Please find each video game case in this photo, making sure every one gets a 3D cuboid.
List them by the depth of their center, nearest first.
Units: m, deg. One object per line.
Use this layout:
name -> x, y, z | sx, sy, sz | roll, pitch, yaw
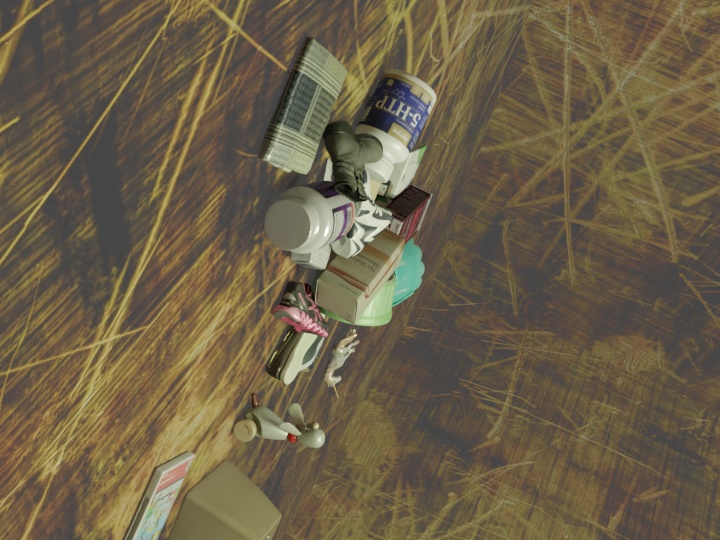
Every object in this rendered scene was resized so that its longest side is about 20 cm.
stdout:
video game case -> -0.370, 0.432, 1.457 | 0.201, 0.017, 0.143 | -65, 170, 5

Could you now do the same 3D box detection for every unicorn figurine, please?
unicorn figurine -> -0.063, 0.269, 2.488 | 0.137, 0.073, 0.201 | -44, 145, -37

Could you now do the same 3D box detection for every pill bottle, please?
pill bottle -> -0.088, -0.090, 1.372 | 0.112, 0.111, 0.200 | -67, 169, 16
pill bottle -> 0.058, -0.284, 1.611 | 0.201, 0.119, 0.120 | -64, 170, -6

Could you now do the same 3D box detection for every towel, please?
towel -> -0.089, -0.246, 1.245 | 0.194, 0.034, 0.200 | -68, 167, 5

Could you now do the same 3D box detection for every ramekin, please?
ramekin -> -0.015, 0.039, 1.825 | 0.200, 0.198, 0.099 | -37, 144, -68

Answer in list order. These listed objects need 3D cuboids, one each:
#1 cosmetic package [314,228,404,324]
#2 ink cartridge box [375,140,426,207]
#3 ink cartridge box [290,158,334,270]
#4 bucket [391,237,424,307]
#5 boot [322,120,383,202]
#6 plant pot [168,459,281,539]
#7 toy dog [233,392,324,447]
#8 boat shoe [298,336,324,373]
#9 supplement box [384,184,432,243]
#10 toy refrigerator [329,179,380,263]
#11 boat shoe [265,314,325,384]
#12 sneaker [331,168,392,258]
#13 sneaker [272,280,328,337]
cosmetic package -> 0.000, 0.000, 1.690 | 0.200, 0.103, 0.088 | -53, 163, -35
ink cartridge box -> 0.069, -0.214, 1.930 | 0.201, 0.084, 0.146 | -69, 168, 22
ink cartridge box -> -0.084, -0.106, 1.590 | 0.163, 0.056, 0.202 | 28, 67, -79
bucket -> 0.039, -0.004, 1.979 | 0.135, 0.206, 0.209 | -28, 144, -57
boot -> -0.009, -0.181, 1.454 | 0.200, 0.067, 0.132 | 10, 67, -64
plant pot -> -0.288, 0.565, 1.743 | 0.201, 0.176, 0.200 | -67, 169, 14
toy dog -> -0.178, 0.325, 1.778 | 0.132, 0.198, 0.097 | -122, -143, -73
boat shoe -> -0.140, 0.216, 1.936 | 0.200, 0.070, 0.092 | -48, 157, -63
supplement box -> 0.095, -0.116, 1.898 | 0.200, 0.060, 0.110 | -45, 158, -57
toy refrigerator -> -0.030, -0.117, 1.723 | 0.076, 0.070, 0.201 | -23, 137, -65
boat shoe -> -0.143, 0.154, 1.817 | 0.203, 0.060, 0.072 | -62, 155, -18
sneaker -> 0.012, -0.131, 1.617 | 0.129, 0.079, 0.201 | -30, 135, -43
sneaker -> -0.112, 0.079, 1.704 | 0.200, 0.078, 0.096 | 48, 52, -63
